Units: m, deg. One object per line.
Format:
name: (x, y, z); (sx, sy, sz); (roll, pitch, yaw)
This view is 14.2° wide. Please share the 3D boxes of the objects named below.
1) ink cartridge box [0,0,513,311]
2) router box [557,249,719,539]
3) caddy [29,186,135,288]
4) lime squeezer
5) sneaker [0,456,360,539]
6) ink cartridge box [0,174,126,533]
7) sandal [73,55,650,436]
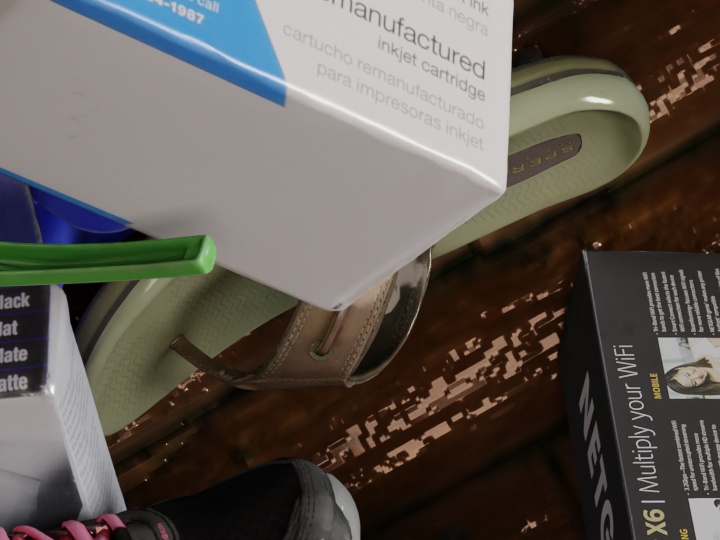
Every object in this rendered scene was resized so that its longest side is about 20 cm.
ink cartridge box: (-0.037, -0.112, 0.770); (0.145, 0.201, 0.084); (22, 144, -28)
router box: (0.149, 0.083, 0.857); (0.156, 0.201, 0.052); (2, 136, -7)
caddy: (-0.137, -0.064, 0.833); (0.199, 0.105, 0.141); (34, 118, -18)
lime squeezer: (-0.135, -0.018, 0.747); (0.199, 0.038, 0.071); (18, 130, 0)
sneaker: (-0.096, 0.099, 0.783); (0.199, 0.079, 0.096); (-30, 120, 1)
ink cartridge box: (-0.170, 0.064, 0.831); (0.198, 0.041, 0.201); (-7, 129, 7)
sandal: (0.001, -0.001, 0.870); (0.200, 0.080, 0.058); (-26, 67, -2)
